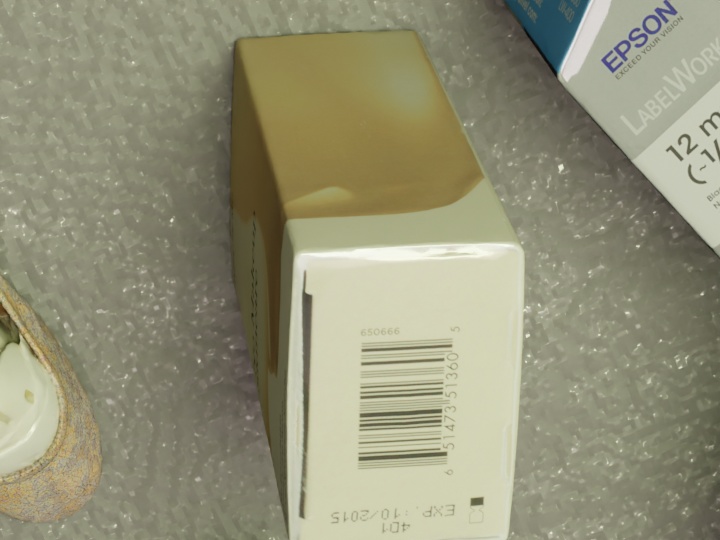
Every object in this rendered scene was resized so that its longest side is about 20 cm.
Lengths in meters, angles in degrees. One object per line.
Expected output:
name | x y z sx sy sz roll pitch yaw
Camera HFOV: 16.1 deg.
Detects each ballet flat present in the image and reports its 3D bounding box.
ballet flat | -0.151 0.022 0.901 0.068 0.067 0.201 -28 115 3

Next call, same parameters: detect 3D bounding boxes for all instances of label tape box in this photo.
label tape box | 0.092 -0.083 0.855 0.066 0.143 0.200 -43 113 9

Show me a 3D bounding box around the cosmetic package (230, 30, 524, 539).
cosmetic package | 0.000 0.000 0.844 0.070 0.200 0.106 -2 112 -8
